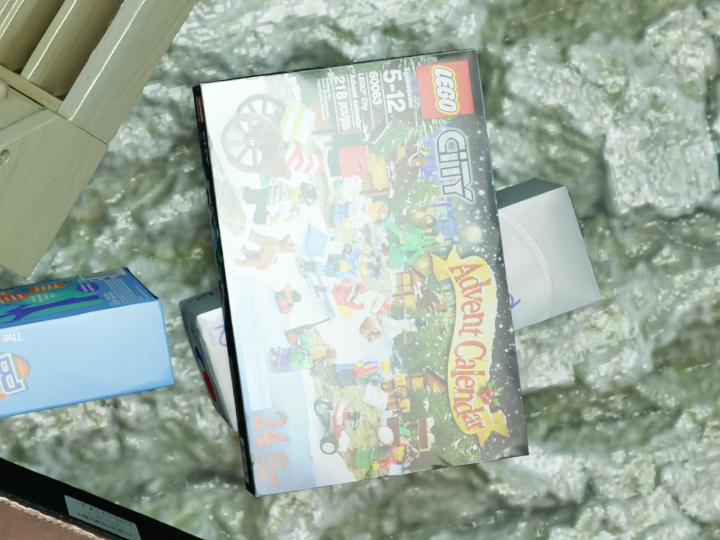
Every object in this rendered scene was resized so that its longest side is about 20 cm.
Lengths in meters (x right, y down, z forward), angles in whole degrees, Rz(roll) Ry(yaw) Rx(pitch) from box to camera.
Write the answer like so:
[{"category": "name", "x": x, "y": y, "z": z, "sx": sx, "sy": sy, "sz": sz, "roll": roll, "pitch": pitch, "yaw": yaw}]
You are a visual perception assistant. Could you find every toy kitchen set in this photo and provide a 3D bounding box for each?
[{"category": "toy kitchen set", "x": -0.219, "y": -0.129, "z": 1.382, "sx": 0.163, "sy": 0.200, "sz": 0.181, "roll": 31, "pitch": 89, "yaw": 30}]

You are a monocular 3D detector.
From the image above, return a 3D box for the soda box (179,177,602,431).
[{"category": "soda box", "x": 0.015, "y": 0.015, "z": 1.477, "sx": 0.200, "sy": 0.068, "sz": 0.064, "roll": -19, "pitch": 99, "yaw": -9}]

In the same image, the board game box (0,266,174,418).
[{"category": "board game box", "x": -0.197, "y": 0.043, "z": 1.399, "sx": 0.200, "sy": 0.152, "sz": 0.045, "roll": -10, "pitch": 98, "yaw": -9}]

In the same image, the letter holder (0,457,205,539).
[{"category": "letter holder", "x": -0.179, "y": 0.173, "z": 1.442, "sx": 0.200, "sy": 0.101, "sz": 0.142, "roll": 24, "pitch": 93, "yaw": -12}]

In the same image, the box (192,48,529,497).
[{"category": "box", "x": 0.000, "y": 0.000, "z": 1.420, "sx": 0.136, "sy": 0.038, "sz": 0.200, "roll": -8, "pitch": 93, "yaw": -8}]

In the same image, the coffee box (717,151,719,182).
[{"category": "coffee box", "x": 0.293, "y": -0.057, "z": 1.494, "sx": 0.200, "sy": 0.123, "sz": 0.044, "roll": -12, "pitch": 99, "yaw": -7}]
